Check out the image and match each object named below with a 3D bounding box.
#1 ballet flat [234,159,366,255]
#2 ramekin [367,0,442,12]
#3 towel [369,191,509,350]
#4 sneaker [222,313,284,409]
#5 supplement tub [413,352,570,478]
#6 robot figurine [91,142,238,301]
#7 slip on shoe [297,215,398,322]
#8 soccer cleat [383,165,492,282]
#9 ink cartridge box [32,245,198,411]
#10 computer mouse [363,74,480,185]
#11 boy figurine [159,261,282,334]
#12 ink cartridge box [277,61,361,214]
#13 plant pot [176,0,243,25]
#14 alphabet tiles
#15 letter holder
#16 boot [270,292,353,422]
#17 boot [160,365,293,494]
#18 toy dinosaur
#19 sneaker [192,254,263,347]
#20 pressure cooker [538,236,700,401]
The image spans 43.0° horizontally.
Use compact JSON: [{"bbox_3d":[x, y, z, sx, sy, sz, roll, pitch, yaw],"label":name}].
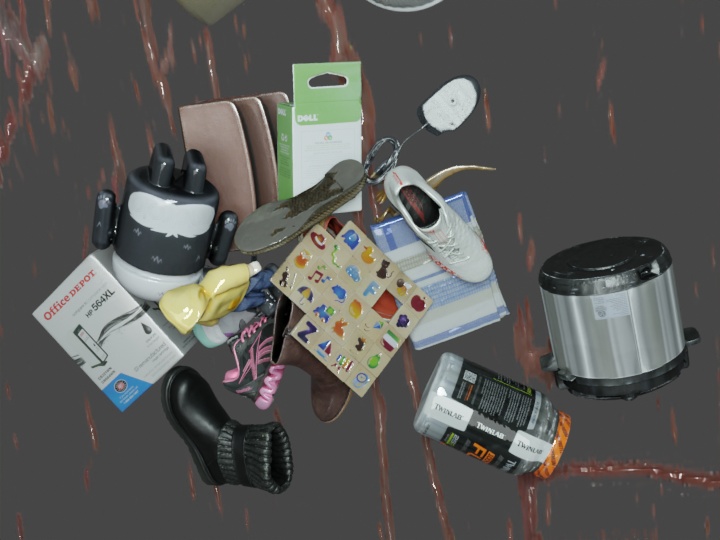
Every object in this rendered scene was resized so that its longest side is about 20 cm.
[{"bbox_3d":[-0.074,-0.076,1.185,0.199,0.047,0.067,-36,62,-16],"label":"ballet flat"},{"bbox_3d":[0.052,-0.431,1.151,0.200,0.094,0.205,2,105,9],"label":"ramekin"},{"bbox_3d":[0.111,0.003,1.264,0.145,0.024,0.202,-21,109,2],"label":"towel"},{"bbox_3d":[-0.145,0.104,1.325,0.094,0.079,0.202,21,109,-2],"label":"sneaker"},{"bbox_3d":[0.184,0.207,1.280,0.198,0.123,0.124,23,107,3],"label":"supplement tub"},{"bbox_3d":[-0.253,-0.059,1.183,0.149,0.125,0.202,23,112,16],"label":"robot figurine"},{"bbox_3d":[0.000,0.000,1.267,0.200,0.074,0.061,45,140,-16],"label":"slip on shoe"},{"bbox_3d":[0.103,-0.053,1.187,0.068,0.085,0.200,-39,107,9],"label":"soccer cleat"},{"bbox_3d":[-0.363,0.083,1.360,0.146,0.084,0.200,-41,95,17],"label":"ink cartridge box"},{"bbox_3d":[0.080,-0.188,1.231,0.199,0.034,0.059,-39,94,8],"label":"computer mouse"},{"bbox_3d":[-0.176,0.034,1.196,0.124,0.199,0.065,-46,73,28],"label":"boy figurine"},{"bbox_3d":[-0.055,-0.178,1.229,0.103,0.059,0.202,-8,107,-26],"label":"ink cartridge box"},{"bbox_3d":[-0.198,-0.448,1.146,0.199,0.177,0.201,-31,98,15],"label":"plant pot"},{"bbox_3d":[-0.019,0.041,1.213,0.200,0.008,0.168,43,75,-16],"label":"alphabet tiles"},{"bbox_3d":[-0.155,-0.137,1.261,0.140,0.101,0.202,-5,104,9],"label":"letter holder"},{"bbox_3d":[-0.074,0.123,1.274,0.072,0.166,0.202,15,99,34],"label":"boot"},{"bbox_3d":[-0.192,0.231,1.345,0.157,0.079,0.213,-7,116,41],"label":"boot"},{"bbox_3d":[0.078,-0.103,1.262,0.106,0.061,0.200,30,112,-27],"label":"toy dinosaur"},{"bbox_3d":[-0.214,0.005,1.311,0.139,0.078,0.201,-30,123,10],"label":"sneaker"},{"bbox_3d":[0.327,0.074,1.189,0.175,0.178,0.202,4,114,52],"label":"pressure cooker"}]
